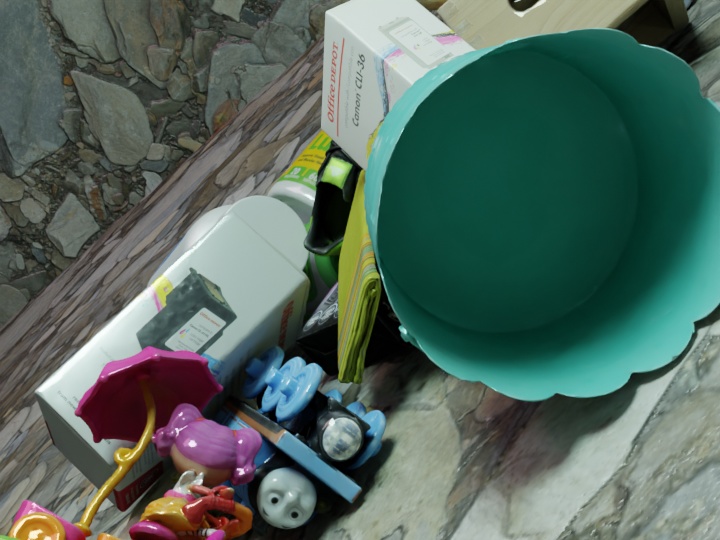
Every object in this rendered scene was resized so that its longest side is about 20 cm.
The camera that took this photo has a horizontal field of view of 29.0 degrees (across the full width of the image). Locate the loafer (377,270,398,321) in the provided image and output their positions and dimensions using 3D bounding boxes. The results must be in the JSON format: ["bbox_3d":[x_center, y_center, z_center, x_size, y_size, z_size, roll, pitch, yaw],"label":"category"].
[{"bbox_3d":[0.053,0.026,0.974,0.072,0.072,0.200,-10,-5,-4],"label":"loafer"}]

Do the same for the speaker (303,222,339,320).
[{"bbox_3d":[-0.043,-0.003,1.313,0.089,0.088,0.200,-50,15,-24],"label":"speaker"}]

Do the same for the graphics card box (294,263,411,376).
[{"bbox_3d":[0.039,-0.008,1.163,0.125,0.051,0.201,-24,26,54],"label":"graphics card box"}]

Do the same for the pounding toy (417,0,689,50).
[{"bbox_3d":[0.135,-0.208,1.115,0.200,0.143,0.184,-39,-15,11],"label":"pounding toy"}]

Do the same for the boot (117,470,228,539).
[{"bbox_3d":[-0.135,0.205,1.013,0.199,0.072,0.155,-34,15,39],"label":"boot"}]

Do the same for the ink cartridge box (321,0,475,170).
[{"bbox_3d":[0.032,-0.123,1.013,0.067,0.200,0.117,-27,-35,-26],"label":"ink cartridge box"}]

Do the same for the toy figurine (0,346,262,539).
[{"bbox_3d":[-0.128,0.138,0.878,0.151,0.198,0.185,99,-168,-57],"label":"toy figurine"}]

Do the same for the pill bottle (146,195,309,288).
[{"bbox_3d":[-0.119,0.008,1.250,0.112,0.112,0.200,-52,7,-29],"label":"pill bottle"}]

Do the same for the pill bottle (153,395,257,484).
[{"bbox_3d":[-0.163,0.128,1.222,0.111,0.111,0.200,-47,14,-12],"label":"pill bottle"}]

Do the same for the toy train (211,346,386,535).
[{"bbox_3d":[-0.053,0.125,0.989,0.115,0.086,0.200,-55,16,-7],"label":"toy train"}]

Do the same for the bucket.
[{"bbox_3d":[0.097,-0.035,0.780,0.207,0.207,0.135,-44,12,1],"label":"bucket"}]

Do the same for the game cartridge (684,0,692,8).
[{"bbox_3d":[0.223,-0.219,1.277,0.200,0.041,0.133,-37,13,31],"label":"game cartridge"}]

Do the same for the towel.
[{"bbox_3d":[0.000,0.000,1.044,0.200,0.018,0.087,-92,16,-64],"label":"towel"}]

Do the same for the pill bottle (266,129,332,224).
[{"bbox_3d":[0.003,-0.110,1.431,0.200,0.111,0.111,-51,16,-26],"label":"pill bottle"}]

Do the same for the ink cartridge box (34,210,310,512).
[{"bbox_3d":[-0.138,0.070,1.050,0.200,0.083,0.146,-45,-11,-21],"label":"ink cartridge box"}]

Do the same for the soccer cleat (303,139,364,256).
[{"bbox_3d":[0.003,-0.101,1.147,0.081,0.067,0.202,-28,-42,-59],"label":"soccer cleat"}]
